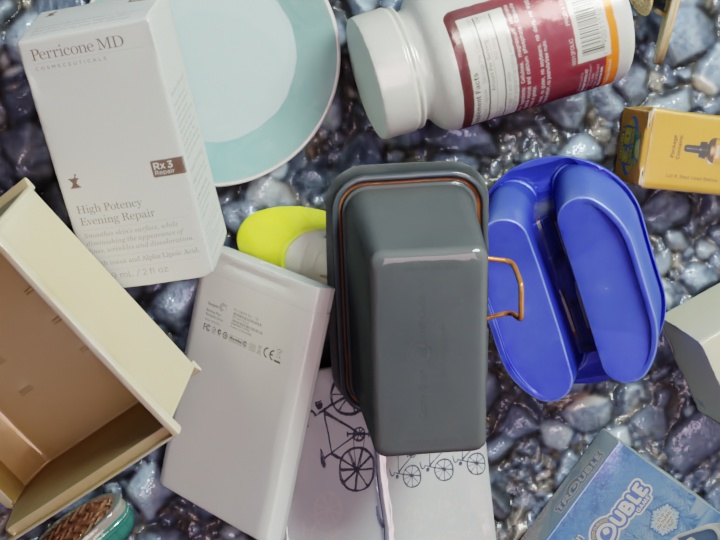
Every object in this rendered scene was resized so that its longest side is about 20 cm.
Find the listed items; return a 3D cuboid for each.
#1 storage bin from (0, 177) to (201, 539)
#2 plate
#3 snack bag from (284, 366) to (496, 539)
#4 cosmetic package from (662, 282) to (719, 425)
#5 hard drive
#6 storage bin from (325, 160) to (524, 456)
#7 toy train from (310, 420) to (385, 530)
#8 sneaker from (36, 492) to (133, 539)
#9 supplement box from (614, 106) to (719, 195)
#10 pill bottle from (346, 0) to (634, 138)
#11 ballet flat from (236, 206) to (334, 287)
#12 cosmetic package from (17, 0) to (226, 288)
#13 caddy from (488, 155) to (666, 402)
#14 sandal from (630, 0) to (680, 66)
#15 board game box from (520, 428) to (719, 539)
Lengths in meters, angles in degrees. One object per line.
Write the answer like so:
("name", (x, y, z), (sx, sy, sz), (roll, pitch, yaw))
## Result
("storage bin", (-0.258, 0.071, 1.032), (0.198, 0.094, 0.200), (-34, 108, 23))
("plate", (-0.115, -0.165, 1.079), (0.199, 0.026, 0.201), (-2, 101, -11))
("snack bag", (0.016, 0.159, 1.139), (0.199, 0.021, 0.189), (-7, 95, -25))
("cosmetic package", (0.372, 0.044, 1.192), (0.200, 0.087, 0.104), (-29, 107, -4))
("hard drive", (-0.091, 0.093, 1.089), (0.027, 0.132, 0.201), (2, 103, -48))
("storage bin", (0.052, 0.036, 1.026), (0.145, 0.134, 0.201), (-3, 112, -4))
("toy train", (-0.024, 0.176, 1.163), (0.056, 0.042, 0.200), (-34, 106, 8))
("sneaker", (-0.242, 0.266, 1.123), (0.200, 0.071, 0.080), (-45, 111, 5))
("supplement box", (0.316, -0.095, 1.163), (0.199, 0.069, 0.067), (5, 100, -14))
("pill bottle", (0.098, -0.174, 1.075), (0.199, 0.114, 0.115), (-17, 105, -7))
("ballet flat", (0.000, 0.000, 1.115), (0.199, 0.067, 0.067), (20, 99, -15))
("cosmetic package", (-0.171, -0.092, 1.027), (0.101, 0.074, 0.201), (-9, 117, 9))
("caddy", (0.169, 0.008, 1.136), (0.141, 0.105, 0.201), (-15, 106, 15))
("sandal", (0.233, -0.274, 1.116), (0.069, 0.078, 0.212), (15, 93, 6))
("board game box", (0.234, 0.275, 1.234), (0.199, 0.043, 0.200), (35, 93, -15))
